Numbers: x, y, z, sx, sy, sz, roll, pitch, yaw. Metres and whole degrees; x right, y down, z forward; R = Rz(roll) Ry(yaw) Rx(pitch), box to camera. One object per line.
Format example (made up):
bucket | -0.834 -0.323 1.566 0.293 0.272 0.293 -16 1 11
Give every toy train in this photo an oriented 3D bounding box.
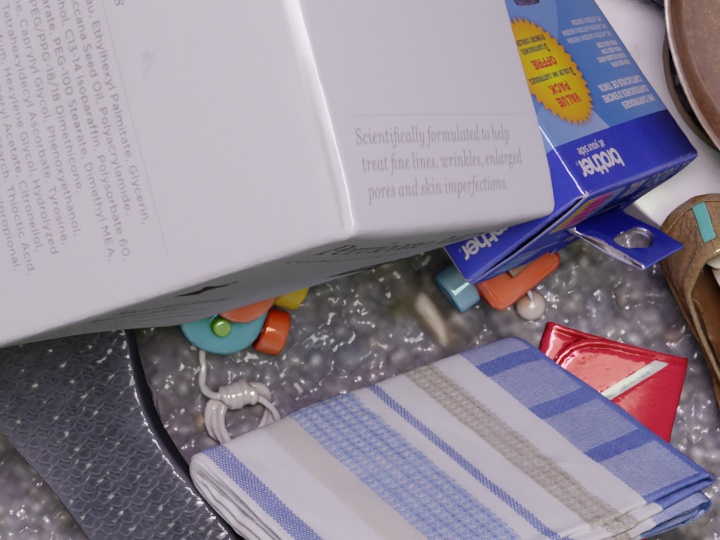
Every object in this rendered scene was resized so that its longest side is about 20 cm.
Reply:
toy train | 0.000 0.000 0.959 0.200 0.056 0.151 -33 107 -6

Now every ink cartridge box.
ink cartridge box | 0.065 -0.079 0.922 0.076 0.136 0.201 -36 83 31

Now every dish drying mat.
dish drying mat | 0.101 0.131 1.002 0.076 0.018 0.201 15 87 -9

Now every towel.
towel | 0.041 0.095 0.910 0.199 0.147 0.024 -19 130 -35

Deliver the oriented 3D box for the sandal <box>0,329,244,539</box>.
sandal | -0.118 0.073 0.933 0.076 0.043 0.201 -28 84 5

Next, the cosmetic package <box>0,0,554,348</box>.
cosmetic package | -0.060 -0.072 0.811 0.199 0.165 0.166 -16 86 31

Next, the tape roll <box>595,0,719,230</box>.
tape roll | 0.193 -0.104 1.011 0.202 0.037 0.204 0 89 -8

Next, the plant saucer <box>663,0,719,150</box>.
plant saucer | 0.221 -0.124 0.964 0.199 0.037 0.202 0 90 -22

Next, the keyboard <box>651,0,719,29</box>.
keyboard | 0.111 -0.209 0.948 0.199 0.021 0.128 29 73 -22

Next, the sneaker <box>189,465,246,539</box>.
sneaker | -0.041 0.181 0.944 0.075 0.092 0.201 -28 92 -7

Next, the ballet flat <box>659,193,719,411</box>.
ballet flat | 0.200 0.057 0.971 0.068 0.072 0.201 -24 107 9
